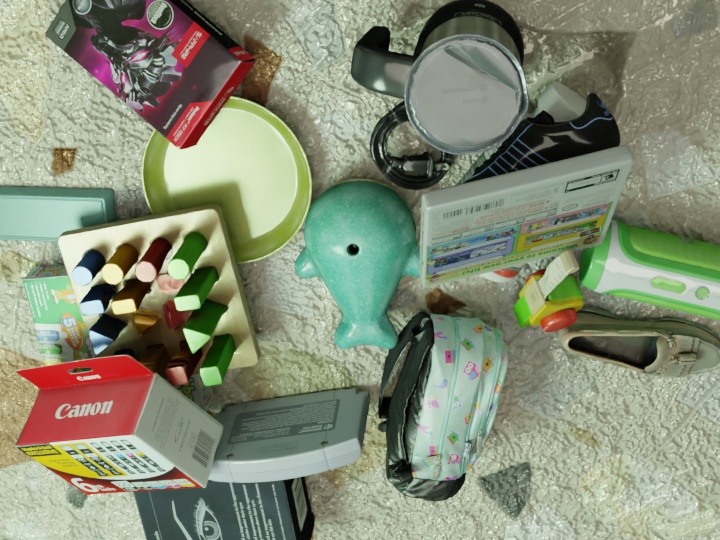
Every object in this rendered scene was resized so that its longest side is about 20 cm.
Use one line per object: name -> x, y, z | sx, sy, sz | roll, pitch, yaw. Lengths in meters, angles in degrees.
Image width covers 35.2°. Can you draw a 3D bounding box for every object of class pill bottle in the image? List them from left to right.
pill bottle -> 0.179, -0.094, 1.223 | 0.116, 0.116, 0.200 | 36, 112, -9

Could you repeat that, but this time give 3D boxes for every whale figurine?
whale figurine -> 0.000, 0.000, 1.284 | 0.158, 0.104, 0.202 | 0, 105, 7

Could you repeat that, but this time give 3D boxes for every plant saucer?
plant saucer -> -0.391, -0.065, 1.360 | 0.198, 0.019, 0.071 | 2, 113, 7
plant saucer -> -0.151, -0.106, 1.305 | 0.198, 0.031, 0.202 | 3, 114, 6

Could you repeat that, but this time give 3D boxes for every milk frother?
milk frother -> 0.085, -0.159, 1.168 | 0.179, 0.188, 0.202 | -5, 112, 10

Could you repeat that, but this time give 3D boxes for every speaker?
speaker -> 0.348, 0.002, 1.258 | 0.198, 0.089, 0.089 | 13, 114, 1

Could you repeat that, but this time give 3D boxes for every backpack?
backpack -> 0.096, 0.147, 1.326 | 0.125, 0.167, 0.202 | 8, 111, -14

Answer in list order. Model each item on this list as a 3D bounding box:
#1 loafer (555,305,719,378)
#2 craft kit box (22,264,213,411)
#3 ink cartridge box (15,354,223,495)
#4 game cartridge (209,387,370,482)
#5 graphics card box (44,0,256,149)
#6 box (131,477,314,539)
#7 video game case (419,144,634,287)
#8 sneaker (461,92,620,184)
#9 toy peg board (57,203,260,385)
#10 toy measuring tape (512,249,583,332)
loafer -> 0.323, 0.092, 1.312 | 0.198, 0.063, 0.072 | 11, 114, 2
craft kit box -> -0.296, 0.086, 1.399 | 0.196, 0.049, 0.202 | -7, 112, 7
ink cartridge box -> -0.295, 0.184, 1.325 | 0.199, 0.084, 0.176 | -11, 139, 33
game cartridge -> -0.090, 0.201, 1.371 | 0.198, 0.134, 0.041 | -9, 112, 11
graphics card box -> -0.228, -0.242, 1.228 | 0.200, 0.051, 0.126 | 41, 110, 2
box -> -0.171, 0.295, 1.437 | 0.198, 0.104, 0.149 | -5, 112, 10
video game case -> 0.155, -0.049, 1.112 | 0.198, 0.022, 0.182 | -14, 156, -4
sneaker -> 0.160, -0.109, 1.130 | 0.199, 0.070, 0.078 | -21, 94, 14
toy peg board -> -0.239, 0.048, 1.301 | 0.197, 0.098, 0.202 | -9, 111, 10
toy measuring tape -> 0.223, 0.018, 1.252 | 0.073, 0.074, 0.200 | 19, 157, -1
